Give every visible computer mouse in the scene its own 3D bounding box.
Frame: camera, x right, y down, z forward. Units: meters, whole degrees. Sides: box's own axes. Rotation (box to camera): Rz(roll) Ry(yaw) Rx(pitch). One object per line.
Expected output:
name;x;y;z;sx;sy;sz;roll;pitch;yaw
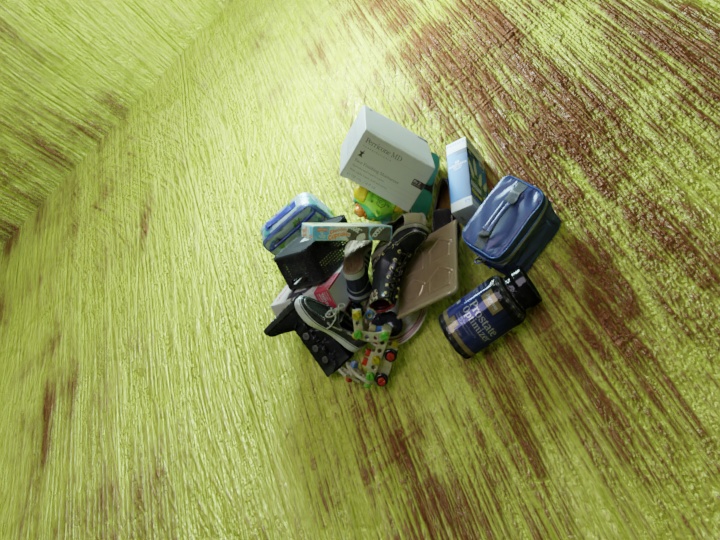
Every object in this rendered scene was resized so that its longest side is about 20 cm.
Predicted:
computer mouse;0.026;0.109;1.511;0.198;0.034;0.060;18;78;46

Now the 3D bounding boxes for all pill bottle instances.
pill bottle;0.268;0.083;1.292;0.199;0.111;0.113;-38;46;17

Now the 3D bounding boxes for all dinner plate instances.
dinner plate;0.085;0.094;1.509;0.197;0.024;0.204;-21;53;30

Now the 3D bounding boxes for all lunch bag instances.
lunch bag;-0.174;-0.114;1.764;0.199;0.160;0.083;-37;45;16
lunch bag;0.313;-0.090;1.343;0.201;0.132;0.135;-53;43;0

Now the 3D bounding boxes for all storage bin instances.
storage bin;-0.112;-0.049;1.621;0.133;0.095;0.200;-12;23;41

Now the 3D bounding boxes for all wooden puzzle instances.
wooden puzzle;0.161;0.003;1.432;0.184;0.046;0.204;-29;42;43

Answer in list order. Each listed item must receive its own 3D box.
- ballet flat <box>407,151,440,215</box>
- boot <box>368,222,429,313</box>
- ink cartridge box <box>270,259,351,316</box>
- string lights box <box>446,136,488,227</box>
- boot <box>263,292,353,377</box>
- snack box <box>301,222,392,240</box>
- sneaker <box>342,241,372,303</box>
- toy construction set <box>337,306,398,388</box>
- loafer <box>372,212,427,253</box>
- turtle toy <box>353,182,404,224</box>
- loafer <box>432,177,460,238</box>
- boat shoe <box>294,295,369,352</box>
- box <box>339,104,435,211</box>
ballet flat;0.155;-0.207;1.612;0.068;0.069;0.204;4;66;42
boot;0.086;-0.003;1.435;0.203;0.072;0.156;-38;36;48
ink cartridge box;-0.114;0.063;1.619;0.197;0.085;0.145;-18;23;33
string lights box;0.254;-0.201;1.483;0.058;0.102;0.204;-20;53;30
boot;-0.131;0.178;1.554;0.165;0.200;0.066;-42;2;36
snack box;-0.034;-0.093;1.503;0.116;0.195;0.038;-158;68;-70
sneaker;0.000;0.000;1.573;0.068;0.110;0.201;-7;29;14
toy construction set;0.016;0.189;1.428;0.093;0.129;0.203;-65;-6;-61
loafer;0.083;-0.083;1.557;0.200;0.067;0.077;-46;40;39
turtle toy;0.038;-0.193;1.658;0.202;0.143;0.102;-92;22;-53
loafer;0.197;-0.126;1.510;0.072;0.072;0.204;-11;59;34
boat shoe;-0.063;0.115;1.483;0.068;0.198;0.074;-46;8;38
box;0.062;-0.279;1.542;0.132;0.196;0.201;-57;16;26
